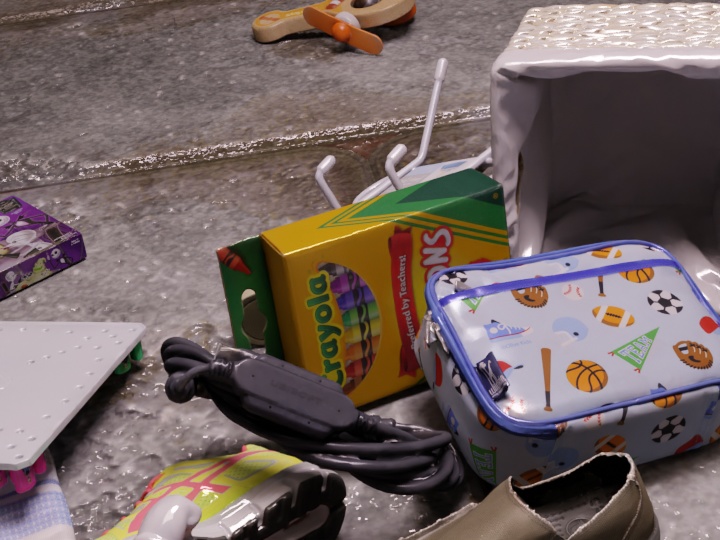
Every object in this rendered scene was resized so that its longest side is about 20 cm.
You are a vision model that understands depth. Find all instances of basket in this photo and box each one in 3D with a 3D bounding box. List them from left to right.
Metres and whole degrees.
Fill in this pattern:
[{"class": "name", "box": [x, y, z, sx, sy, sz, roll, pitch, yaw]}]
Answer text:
[{"class": "basket", "box": [0.204, -0.088, 0.979, 0.197, 0.200, 0.161, 1, 27, 13]}]

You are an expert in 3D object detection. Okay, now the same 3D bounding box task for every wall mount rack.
[{"class": "wall mount rack", "box": [0.060, -0.111, 1.083, 0.173, 0.075, 0.199, -40, 19, -25]}]

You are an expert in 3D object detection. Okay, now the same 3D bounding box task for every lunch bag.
[{"class": "lunch bag", "box": [0.134, 0.051, 0.839, 0.198, 0.076, 0.161, -7, 45, -18]}]

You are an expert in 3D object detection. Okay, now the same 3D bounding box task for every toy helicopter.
[{"class": "toy helicopter", "box": [-0.033, -0.292, 1.505, 0.198, 0.079, 0.133, -10, 38, 15]}]

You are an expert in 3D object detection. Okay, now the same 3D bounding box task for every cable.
[{"class": "cable", "box": [-0.030, 0.094, 0.793, 0.198, 0.051, 0.163, 21, -11, -13]}]

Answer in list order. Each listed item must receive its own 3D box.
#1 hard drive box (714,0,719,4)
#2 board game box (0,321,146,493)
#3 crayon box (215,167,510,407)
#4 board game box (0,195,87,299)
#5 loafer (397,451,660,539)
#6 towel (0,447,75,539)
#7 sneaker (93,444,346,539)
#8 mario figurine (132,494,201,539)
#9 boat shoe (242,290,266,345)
[{"class": "hard drive box", "box": [0.379, -0.194, 1.115, 0.155, 0.202, 0.077, -24, 35, -27]}, {"class": "board game box", "box": [-0.272, 0.089, 0.899, 0.197, 0.026, 0.200, 0, 22, 15]}, {"class": "crayon box", "box": [0.010, 0.020, 0.895, 0.198, 0.128, 0.051, -19, 25, -18]}, {"class": "board game box", "box": [-0.345, 0.001, 1.094, 0.199, 0.033, 0.119, -30, 34, -34]}, {"class": "loafer", "box": [0.076, 0.149, 0.724, 0.198, 0.070, 0.075, -18, 32, -20]}, {"class": "towel", "box": [-0.259, 0.156, 0.819, 0.145, 0.024, 0.200, -15, 31, -15]}, {"class": "sneaker", "box": [-0.107, 0.155, 0.748, 0.199, 0.079, 0.090, -16, 30, -38]}, {"class": "mario figurine", "box": [-0.079, 0.179, 0.613, 0.105, 0.125, 0.200, 12, 0, 12]}, {"class": "boat shoe", "box": [0.000, 0.000, 0.983, 0.197, 0.075, 0.069, -8, 36, -1]}]
